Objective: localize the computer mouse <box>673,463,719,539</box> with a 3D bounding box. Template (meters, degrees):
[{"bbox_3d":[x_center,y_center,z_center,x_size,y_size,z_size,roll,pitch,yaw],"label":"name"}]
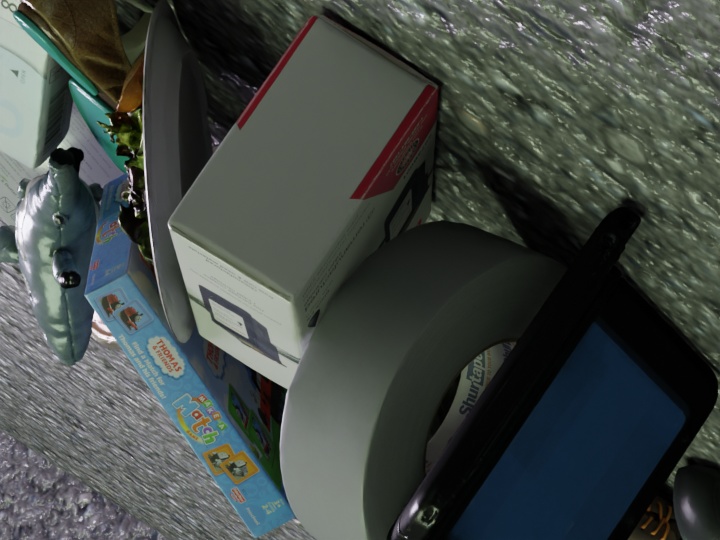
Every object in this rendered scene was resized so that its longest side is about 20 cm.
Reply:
[{"bbox_3d":[0.276,0.197,1.581,0.200,0.053,0.139,33,167,13],"label":"computer mouse"}]

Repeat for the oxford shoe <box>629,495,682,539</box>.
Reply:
[{"bbox_3d":[0.181,0.161,1.698,0.073,0.071,0.200,0,151,36],"label":"oxford shoe"}]

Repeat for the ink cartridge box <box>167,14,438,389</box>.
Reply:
[{"bbox_3d":[-0.028,-0.030,1.377,0.084,0.145,0.200,32,166,10],"label":"ink cartridge box"}]

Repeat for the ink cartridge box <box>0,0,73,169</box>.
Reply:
[{"bbox_3d":[-0.268,-0.171,1.552,0.200,0.047,0.160,28,142,10],"label":"ink cartridge box"}]

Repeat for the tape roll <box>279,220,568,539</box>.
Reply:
[{"bbox_3d":[0.047,0.076,1.384,0.066,0.200,0.200,23,161,38],"label":"tape roll"}]

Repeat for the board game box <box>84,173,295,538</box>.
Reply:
[{"bbox_3d":[-0.103,0.050,1.572,0.200,0.037,0.151,56,-165,-24],"label":"board game box"}]

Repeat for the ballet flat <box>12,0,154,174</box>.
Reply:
[{"bbox_3d":[-0.147,-0.127,1.498,0.068,0.072,0.200,41,170,28],"label":"ballet flat"}]

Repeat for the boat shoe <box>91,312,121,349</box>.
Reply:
[{"bbox_3d":[-0.174,0.001,1.721,0.200,0.076,0.072,15,133,52],"label":"boat shoe"}]

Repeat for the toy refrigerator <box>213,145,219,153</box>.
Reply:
[{"bbox_3d":[-0.091,-0.038,1.671,0.076,0.070,0.200,46,164,-10],"label":"toy refrigerator"}]

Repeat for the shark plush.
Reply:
[{"bbox_3d":[-0.182,-0.019,1.597,0.091,0.083,0.200,2,150,-20],"label":"shark plush"}]

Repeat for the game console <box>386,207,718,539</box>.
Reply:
[{"bbox_3d":[0.116,0.092,1.317,0.116,0.200,0.176,34,165,3],"label":"game console"}]

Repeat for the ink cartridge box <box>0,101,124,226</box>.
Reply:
[{"bbox_3d":[-0.219,-0.121,1.641,0.200,0.047,0.198,-23,113,43],"label":"ink cartridge box"}]

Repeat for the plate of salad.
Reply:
[{"bbox_3d":[-0.118,-0.057,1.448,0.048,0.201,0.200,-4,159,4],"label":"plate of salad"}]

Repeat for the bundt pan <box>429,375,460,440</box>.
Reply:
[{"bbox_3d":[0.075,0.107,1.562,0.201,0.076,0.202,3,127,5],"label":"bundt pan"}]
